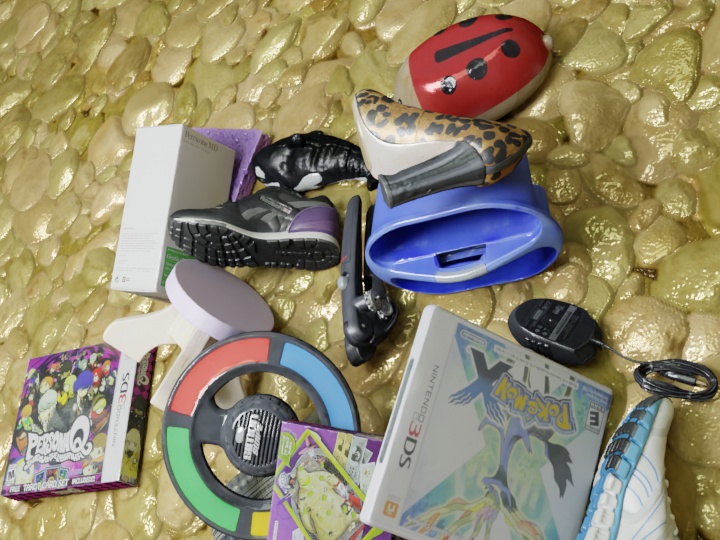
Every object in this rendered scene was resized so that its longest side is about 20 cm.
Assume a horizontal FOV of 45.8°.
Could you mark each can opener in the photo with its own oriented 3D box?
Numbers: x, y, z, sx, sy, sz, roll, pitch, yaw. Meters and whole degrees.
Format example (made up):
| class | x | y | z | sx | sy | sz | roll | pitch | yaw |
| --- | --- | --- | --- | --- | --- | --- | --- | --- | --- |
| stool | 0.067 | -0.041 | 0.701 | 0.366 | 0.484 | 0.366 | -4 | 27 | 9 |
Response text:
| class | x | y | z | sx | sy | sz | roll | pitch | yaw |
| --- | --- | --- | --- | --- | --- | --- | --- | --- | --- |
| can opener | 0.000 | 0.000 | 0.923 | 0.078 | 0.063 | 0.203 | -32 | 47 | 39 |

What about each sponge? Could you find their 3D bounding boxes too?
| class | x | y | z | sx | sy | sz | roll | pitch | yaw |
| --- | --- | --- | --- | --- | --- | --- | --- | --- | --- |
| sponge | -0.219 | -0.138 | 1.152 | 0.197 | 0.030 | 0.113 | 7 | 71 | 32 |

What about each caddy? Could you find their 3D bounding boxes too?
| class | x | y | z | sx | sy | sz | roll | pitch | yaw |
| --- | --- | --- | --- | --- | --- | --- | --- | --- | --- |
| caddy | 0.100 | -0.037 | 0.841 | 0.197 | 0.141 | 0.107 | -12 | 57 | 26 |

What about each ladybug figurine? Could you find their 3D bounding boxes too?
| class | x | y | z | sx | sy | sz | roll | pitch | yaw |
| --- | --- | --- | --- | --- | --- | --- | --- | --- | --- |
| ladybug figurine | 0.121 | -0.230 | 0.968 | 0.197 | 0.072 | 0.138 | -21 | 57 | 20 |

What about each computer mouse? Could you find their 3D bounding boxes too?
| class | x | y | z | sx | sy | sz | roll | pitch | yaw |
| --- | --- | --- | --- | --- | --- | --- | --- | --- | --- |
| computer mouse | 0.225 | 0.077 | 0.782 | 0.198 | 0.034 | 0.059 | 24 | 50 | 32 |

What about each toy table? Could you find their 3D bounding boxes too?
| class | x | y | z | sx | sy | sz | roll | pitch | yaw |
| --- | --- | --- | --- | --- | --- | --- | --- | --- | --- |
| toy table | -0.176 | 0.075 | 0.942 | 0.183 | 0.200 | 0.118 | 35 | 97 | 5 |

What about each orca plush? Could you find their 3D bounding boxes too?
| class | x | y | z | sx | sy | sz | roll | pitch | yaw |
| --- | --- | --- | --- | --- | --- | --- | --- | --- | --- |
| orca plush | -0.062 | -0.131 | 1.028 | 0.198 | 0.071 | 0.106 | 24 | 80 | 37 |

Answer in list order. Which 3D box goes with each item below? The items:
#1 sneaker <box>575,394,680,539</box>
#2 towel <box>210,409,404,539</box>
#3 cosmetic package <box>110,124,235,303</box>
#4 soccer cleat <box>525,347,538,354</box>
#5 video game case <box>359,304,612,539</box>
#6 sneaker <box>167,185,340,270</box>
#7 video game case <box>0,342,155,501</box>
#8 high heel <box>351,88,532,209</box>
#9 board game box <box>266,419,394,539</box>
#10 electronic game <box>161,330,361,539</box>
| class | x | y | z | sx | sy | sz | roll | pitch | yaw |
| --- | --- | --- | --- | --- | --- | --- | --- | --- | --- |
| sneaker | 0.231 | 0.203 | 0.700 | 0.085 | 0.075 | 0.202 | 23 | 74 | 9 |
| towel | -0.057 | 0.260 | 0.860 | 0.199 | 0.034 | 0.194 | -40 | 50 | 10 |
| cosmetic package | -0.229 | -0.065 | 1.049 | 0.084 | 0.107 | 0.204 | 3 | 81 | 33 |
| soccer cleat | 0.115 | 0.164 | 0.783 | 0.084 | 0.068 | 0.203 | 7 | 69 | 45 |
| video game case | 0.113 | 0.152 | 0.719 | 0.022 | 0.198 | 0.185 | -18 | 49 | 65 |
| sneaker | -0.121 | -0.056 | 0.991 | 0.196 | 0.076 | 0.089 | 7 | 55 | -9 |
| video game case | -0.351 | 0.185 | 1.064 | 0.197 | 0.036 | 0.184 | -12 | 60 | 26 |
| high heel | 0.070 | -0.134 | 0.806 | 0.140 | 0.072 | 0.201 | -18 | 39 | -2 |
| board game box | -0.028 | 0.248 | 0.782 | 0.118 | 0.032 | 0.204 | 7 | 88 | 11 |
| electronic game | -0.097 | 0.161 | 0.832 | 0.196 | 0.042 | 0.204 | 0 | 89 | 3 |
